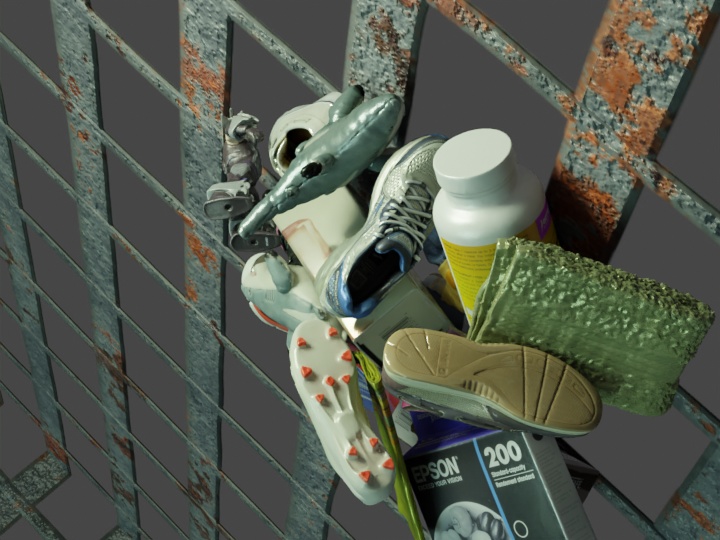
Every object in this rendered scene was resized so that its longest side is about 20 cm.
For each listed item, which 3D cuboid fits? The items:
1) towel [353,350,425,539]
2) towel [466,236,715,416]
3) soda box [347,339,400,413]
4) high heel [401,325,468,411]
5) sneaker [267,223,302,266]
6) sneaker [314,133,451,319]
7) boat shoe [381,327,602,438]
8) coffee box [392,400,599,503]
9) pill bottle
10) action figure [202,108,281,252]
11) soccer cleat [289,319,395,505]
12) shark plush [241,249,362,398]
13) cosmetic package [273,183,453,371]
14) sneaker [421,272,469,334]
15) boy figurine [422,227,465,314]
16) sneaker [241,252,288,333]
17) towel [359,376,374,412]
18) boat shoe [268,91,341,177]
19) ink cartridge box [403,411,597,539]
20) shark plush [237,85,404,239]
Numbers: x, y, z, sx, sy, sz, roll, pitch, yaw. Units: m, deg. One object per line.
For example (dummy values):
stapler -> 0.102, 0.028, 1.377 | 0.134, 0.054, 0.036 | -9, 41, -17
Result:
towel -> 0.031, 0.183, 1.602 | 0.086, 0.018, 0.201 | -115, 9, -68
towel -> 0.198, 0.049, 1.370 | 0.198, 0.037, 0.149 | 19, 133, 2
soda box -> 0.041, 0.106, 1.740 | 0.063, 0.070, 0.200 | 26, 161, 40
high heel -> 0.115, 0.127, 1.474 | 0.067, 0.096, 0.200 | 36, 178, -42
sneaker -> -0.073, -0.018, 1.781 | 0.199, 0.099, 0.071 | 30, 151, 41
sneaker -> 0.037, -0.035, 1.463 | 0.077, 0.201, 0.085 | 31, -177, -17
boat shoe -> 0.113, 0.106, 1.380 | 0.198, 0.072, 0.065 | 14, 147, -1
coffee box -> 0.141, 0.194, 1.679 | 0.199, 0.080, 0.113 | 33, -174, 35
pill bottle -> 0.127, -0.026, 1.419 | 0.104, 0.104, 0.201 | 23, 145, 45
action figure -> -0.125, -0.097, 1.716 | 0.201, 0.069, 0.131 | -93, -15, -57
soccer cleat -> -0.023, 0.146, 1.580 | 0.078, 0.069, 0.201 | 110, 139, -61
shark plush -> -0.051, 0.063, 1.668 | 0.200, 0.091, 0.083 | 49, 113, 15
cosmetic package -> 0.000, 0.000, 1.595 | 0.103, 0.087, 0.200 | 44, -171, -50
sneaker -> 0.109, 0.099, 1.619 | 0.200, 0.108, 0.070 | 39, 154, 23
boy figurine -> 0.104, 0.010, 1.561 | 0.201, 0.064, 0.124 | 54, 155, 1
sneaker -> -0.053, 0.050, 1.834 | 0.200, 0.077, 0.082 | 45, 149, -23
towel -> -0.011, 0.096, 1.935 | 0.144, 0.024, 0.201 | 18, 139, 52
boat shoe -> -0.065, -0.130, 1.642 | 0.071, 0.070, 0.200 | 55, 156, -9
ink cartridge box -> 0.127, 0.208, 1.567 | 0.198, 0.043, 0.201 | -25, 85, 50
shark plush -> -0.043, -0.109, 1.503 | 0.091, 0.199, 0.083 | 63, -173, -5
